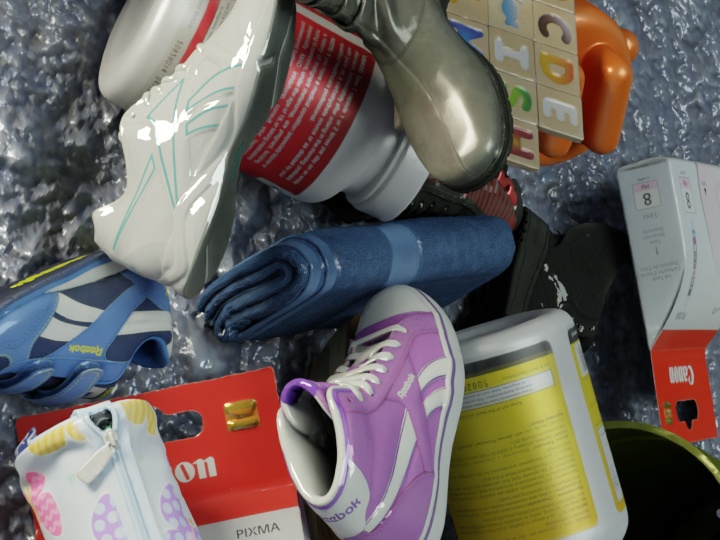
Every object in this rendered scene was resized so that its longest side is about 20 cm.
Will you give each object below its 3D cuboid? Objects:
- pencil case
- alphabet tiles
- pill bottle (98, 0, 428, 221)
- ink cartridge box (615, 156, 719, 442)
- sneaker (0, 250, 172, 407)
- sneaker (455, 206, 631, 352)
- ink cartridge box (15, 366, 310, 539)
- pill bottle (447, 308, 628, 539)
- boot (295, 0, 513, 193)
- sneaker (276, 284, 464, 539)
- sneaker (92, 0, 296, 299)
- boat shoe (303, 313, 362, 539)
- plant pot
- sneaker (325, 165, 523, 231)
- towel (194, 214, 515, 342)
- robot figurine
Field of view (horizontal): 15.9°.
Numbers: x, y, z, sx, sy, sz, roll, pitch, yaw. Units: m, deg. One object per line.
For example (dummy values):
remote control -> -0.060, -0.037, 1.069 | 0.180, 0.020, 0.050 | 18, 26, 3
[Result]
pencil case -> -0.118, 0.171, 1.411 | 0.083, 0.091, 0.201 | -12, 71, -36
alphabet tiles -> 0.064, -0.156, 1.597 | 0.166, 0.008, 0.201 | 16, 53, -23
pill bottle -> -0.051, -0.112, 1.574 | 0.199, 0.112, 0.113 | 27, 61, -17
ink cartridge box -> 0.245, 0.021, 1.881 | 0.162, 0.057, 0.202 | 2, 74, -68
sneaker -> -0.179, 0.043, 1.476 | 0.199, 0.074, 0.083 | -23, 99, -44
sneaker -> 0.125, 0.034, 1.787 | 0.104, 0.060, 0.201 | 39, 52, -26
ink cartridge box -> -0.106, 0.169, 1.471 | 0.160, 0.050, 0.202 | -11, 91, 0
pill bottle -> 0.108, 0.133, 1.655 | 0.112, 0.112, 0.202 | -18, 94, -45
boot -> 0.006, -0.139, 1.477 | 0.130, 0.068, 0.201 | 20, 41, -47
sneaker -> 0.003, 0.069, 1.509 | 0.114, 0.072, 0.202 | 41, 34, -36
sneaker -> -0.095, -0.090, 1.473 | 0.070, 0.080, 0.202 | 44, 66, -76
boat shoe -> -0.013, 0.115, 1.591 | 0.072, 0.065, 0.201 | 35, 36, -25
plant pot -> 0.221, 0.211, 1.768 | 0.192, 0.199, 0.202 | 13, 72, -55
sneaker -> 0.027, -0.060, 1.705 | 0.200, 0.071, 0.099 | 34, 58, -32
towel -> 0.000, 0.000, 1.634 | 0.199, 0.111, 0.049 | -6, 73, -45
robot figurine -> 0.105, -0.145, 1.727 | 0.144, 0.200, 0.117 | -39, 131, -6
